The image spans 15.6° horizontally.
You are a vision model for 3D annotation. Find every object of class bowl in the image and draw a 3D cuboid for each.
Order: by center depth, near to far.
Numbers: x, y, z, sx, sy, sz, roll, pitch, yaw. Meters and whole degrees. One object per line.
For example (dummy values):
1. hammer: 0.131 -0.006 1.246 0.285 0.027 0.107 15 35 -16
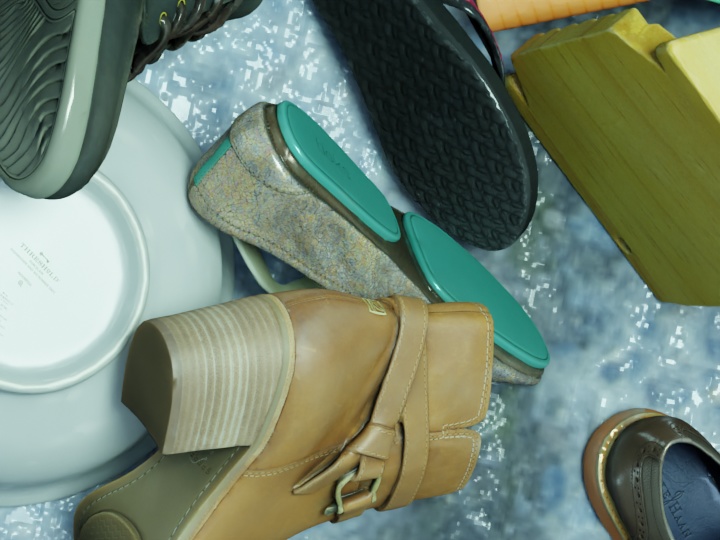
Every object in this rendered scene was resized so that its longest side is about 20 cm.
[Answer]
1. bowl: -0.140 0.000 1.072 0.200 0.090 0.202 0 89 -15

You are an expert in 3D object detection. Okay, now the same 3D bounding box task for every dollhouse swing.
1. dollhouse swing: 0.199 -0.076 1.107 0.176 0.200 0.182 -39 99 -11

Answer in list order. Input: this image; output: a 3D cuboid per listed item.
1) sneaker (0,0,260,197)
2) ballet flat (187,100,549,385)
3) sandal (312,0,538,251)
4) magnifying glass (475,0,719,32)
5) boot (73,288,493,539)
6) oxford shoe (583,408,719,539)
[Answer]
1. sneaker: -0.083 -0.102 1.045 0.106 0.075 0.201 27 49 -30
2. ballet flat: 0.000 0.000 1.117 0.067 0.068 0.200 -35 126 19
3. sandal: 0.025 -0.104 1.131 0.045 0.075 0.201 -32 92 -44
4. magnifying glass: 0.148 -0.134 1.131 0.199 0.022 0.080 -11 103 6
5. boot: -0.033 0.091 1.090 0.154 0.077 0.201 -4 123 -30
6. oxford shoe: 0.172 0.151 1.166 0.071 0.073 0.200 -40 100 -12
